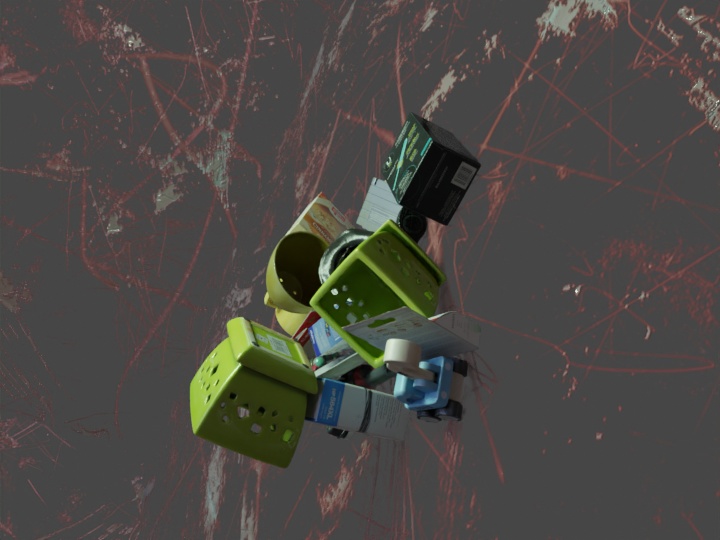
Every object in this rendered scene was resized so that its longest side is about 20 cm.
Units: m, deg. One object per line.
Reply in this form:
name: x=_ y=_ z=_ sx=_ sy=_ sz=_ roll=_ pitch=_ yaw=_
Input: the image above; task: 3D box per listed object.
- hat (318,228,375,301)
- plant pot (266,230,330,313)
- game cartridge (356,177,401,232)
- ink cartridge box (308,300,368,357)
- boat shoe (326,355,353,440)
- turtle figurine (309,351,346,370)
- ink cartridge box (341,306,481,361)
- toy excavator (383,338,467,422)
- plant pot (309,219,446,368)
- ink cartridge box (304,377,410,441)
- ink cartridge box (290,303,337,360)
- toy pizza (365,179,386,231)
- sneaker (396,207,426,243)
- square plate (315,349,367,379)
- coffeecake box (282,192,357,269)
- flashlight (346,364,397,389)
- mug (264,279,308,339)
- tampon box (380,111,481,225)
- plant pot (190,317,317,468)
hat: x=0.000 y=0.000 z=1.684 sx=0.195 sy=0.081 sz=0.206 roll=-11 pitch=62 yaw=22
plant pot: x=-0.159 y=0.024 z=1.734 sx=0.141 sy=0.196 sz=0.205 roll=-34 pitch=41 yaw=48
game cartridge: x=0.070 y=-0.141 z=1.685 sx=0.199 sy=0.038 sz=0.133 roll=32 pitch=106 yaw=53
ink cartridge box: x=-0.030 y=0.133 z=1.587 sx=0.200 sy=0.133 sz=0.078 roll=-42 pitch=64 yaw=53
boat shoe: x=-0.039 y=0.284 z=1.601 sx=0.076 sy=0.059 sz=0.204 roll=-46 pitch=32 yaw=46
turtle figurine: x=-0.100 y=0.260 z=1.729 sx=0.201 sy=0.099 sz=0.152 roll=120 pitch=174 yaw=-55
ink cartridge box: x=0.089 y=0.100 z=1.203 sx=0.159 sy=0.198 sz=0.051 roll=-22 pitch=49 yaw=41
toy excavator: x=0.094 y=0.179 z=1.168 sx=0.194 sy=0.196 sz=0.103 roll=-29 pitch=45 yaw=60
plant pot: x=0.047 y=0.035 z=1.389 sx=0.200 sy=0.199 sz=0.182 roll=-45 pitch=4 yaw=40
ink cartridge box: x=-0.018 y=0.273 z=1.370 sx=0.145 sy=0.195 sz=0.087 roll=-16 pitch=58 yaw=64
ink cartridge box: x=-0.101 y=0.161 z=1.721 sx=0.045 sy=0.174 sz=0.201 roll=49 pitch=125 yaw=17
toy pizza: x=0.059 y=-0.162 z=1.786 sx=0.201 sy=0.031 sz=0.204 roll=-52 pitch=28 yaw=41
sneaker: x=0.096 y=-0.054 z=1.547 sx=0.091 sy=0.074 sz=0.205 roll=136 pitch=148 yaw=-55
square plate: x=-0.037 y=0.207 z=1.531 sx=0.029 sy=0.195 sz=0.200 roll=62 pitch=156 yaw=3
coffeecake box: x=-0.103 y=-0.095 z=1.869 sx=0.073 sy=0.153 sz=0.201 roll=-38 pitch=13 yaw=31
flashlight: x=0.044 y=0.209 z=1.465 sx=0.199 sy=0.067 sz=0.069 roll=-39 pitch=63 yaw=48
mug: x=-0.146 y=0.088 z=1.882 sx=0.151 sy=0.184 sz=0.154 roll=53 pitch=127 yaw=21
tampon box: x=0.145 y=-0.221 z=1.492 sx=0.152 sy=0.124 sz=0.201 roll=-61 pitch=22 yaw=21
plant pot: x=-0.195 y=0.216 z=1.310 sx=0.185 sy=0.195 sz=0.200 roll=-61 pitch=23 yaw=7
